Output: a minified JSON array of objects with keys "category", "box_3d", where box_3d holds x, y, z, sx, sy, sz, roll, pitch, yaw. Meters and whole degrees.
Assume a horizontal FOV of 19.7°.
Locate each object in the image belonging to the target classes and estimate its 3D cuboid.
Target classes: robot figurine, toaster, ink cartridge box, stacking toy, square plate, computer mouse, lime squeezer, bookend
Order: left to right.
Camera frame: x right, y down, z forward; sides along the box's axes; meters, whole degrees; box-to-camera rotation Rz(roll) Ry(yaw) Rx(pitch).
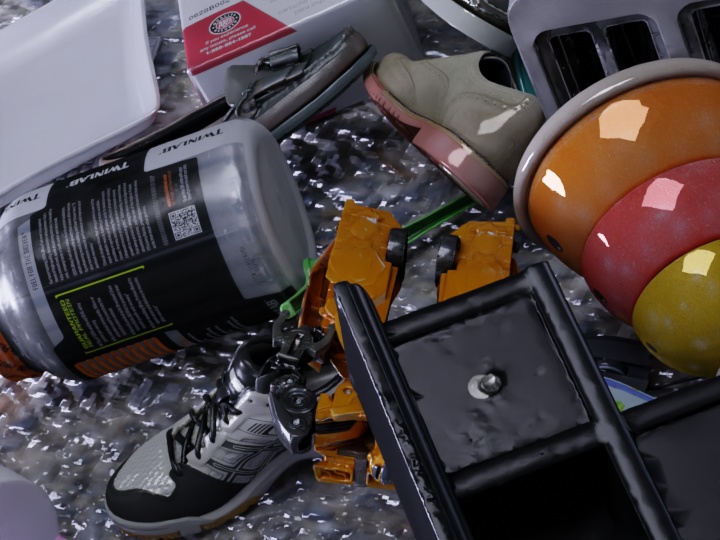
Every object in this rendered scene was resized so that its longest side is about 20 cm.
[{"category":"square plate","box_3d":[-0.229,-0.119,1.472,0.199,0.028,0.199,-27,39,12]},{"category":"ink cartridge box","box_3d":[-0.049,-0.196,1.419,0.146,0.083,0.201,-22,43,9]},{"category":"lime squeezer","box_3d":[0.000,0.000,1.216,0.070,0.038,0.200,-5,17,42]},{"category":"robot figurine","box_3d":[0.026,0.042,1.065,0.144,0.058,0.200,7,40,5]},{"category":"bookend","box_3d":[0.115,0.076,0.921,0.199,0.092,0.199,-19,60,-6]},{"category":"computer mouse","box_3d":[0.161,0.054,1.103,0.199,0.034,0.059,-7,46,22]},{"category":"toaster","box_3d":[0.188,-0.146,1.157,0.180,0.200,0.119,-9,42,21]},{"category":"stacking toy","box_3d":[0.174,0.003,1.061,0.146,0.146,0.201,-25,53,5]}]

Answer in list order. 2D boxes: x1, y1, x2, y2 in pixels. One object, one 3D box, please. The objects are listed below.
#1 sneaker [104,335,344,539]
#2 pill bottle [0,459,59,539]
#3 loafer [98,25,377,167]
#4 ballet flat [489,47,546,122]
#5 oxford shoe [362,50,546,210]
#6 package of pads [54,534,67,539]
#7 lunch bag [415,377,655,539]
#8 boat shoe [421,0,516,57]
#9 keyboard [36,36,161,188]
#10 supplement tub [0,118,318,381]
[{"category":"sneaker","box_3d":[-0.065,0.078,1.165,0.199,0.088,0.076,-27,44,5]},{"category":"pill bottle","box_3d":[-0.274,0.136,1.204,0.199,0.114,0.114,17,60,39]},{"category":"loafer","box_3d":[-0.082,-0.098,1.317,0.200,0.063,0.072,-37,9,16]},{"category":"ballet flat","box_3d":[0.110,-0.161,1.310,0.074,0.074,0.201,-7,63,23]},{"category":"oxford shoe","box_3d":[0.061,-0.100,1.256,0.074,0.071,0.200,-47,30,4]},{"category":"package of pads","box_3d":[-0.126,0.229,1.064,0.200,0.076,0.121,24,67,42]},{"category":"lunch bag","box_3d":[0.105,0.153,1.004,0.160,0.083,0.200,22,63,40]},{"category":"boat shoe","box_3d":[0.046,-0.207,1.286,0.060,0.072,0.202,-56,48,16]},{"category":"keyboard","box_3d":[-0.192,-0.092,1.453,0.056,0.011,0.201,-5,48,25]},{"category":"supplement tub","box_3d":[-0.136,-0.007,1.258,0.199,0.123,0.123,-18,44,12]}]
